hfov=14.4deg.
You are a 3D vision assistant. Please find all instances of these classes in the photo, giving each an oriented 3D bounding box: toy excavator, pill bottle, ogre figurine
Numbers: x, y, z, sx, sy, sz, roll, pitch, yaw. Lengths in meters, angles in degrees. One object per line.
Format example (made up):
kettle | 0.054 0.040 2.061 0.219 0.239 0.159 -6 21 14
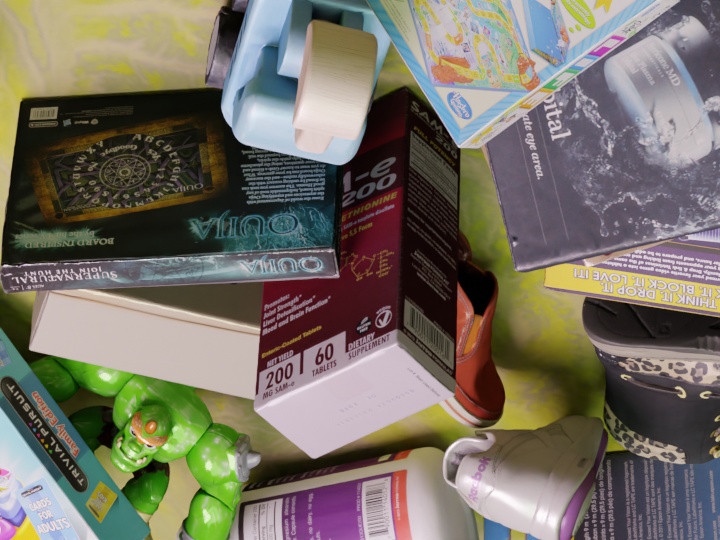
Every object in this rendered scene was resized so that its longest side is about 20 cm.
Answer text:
toy excavator | -0.024 -0.105 1.560 0.099 0.201 0.195 11 139 -10
pill bottle | -0.024 0.194 1.973 0.199 0.113 0.113 -13 137 17
ogre figurine | -0.153 0.113 1.898 0.120 0.200 0.098 -48 164 30

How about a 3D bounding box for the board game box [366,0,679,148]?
board game box | 0.055 -0.183 1.470 0.134 0.201 0.034 -35 169 19

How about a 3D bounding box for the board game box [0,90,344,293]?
board game box | -0.109 -0.049 1.679 0.198 0.136 0.028 -3 139 6

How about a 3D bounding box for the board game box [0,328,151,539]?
board game box | -0.254 0.129 1.874 0.151 0.047 0.200 -30 100 39

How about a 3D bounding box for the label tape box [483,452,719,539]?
label tape box | 0.187 0.199 1.948 0.198 0.145 0.063 -6 141 10

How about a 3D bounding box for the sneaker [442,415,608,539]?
sneaker | 0.109 0.124 1.868 0.099 0.200 0.075 19 96 6

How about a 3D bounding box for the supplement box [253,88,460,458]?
supplement box | 0.000 0.000 1.681 0.108 0.201 0.061 -26 131 28

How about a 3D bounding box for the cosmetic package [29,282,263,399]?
cosmetic package | -0.100 0.013 1.775 0.199 0.104 0.073 12 138 -13

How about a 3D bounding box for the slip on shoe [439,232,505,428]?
slip on shoe | 0.062 0.028 1.814 0.061 0.074 0.201 -13 132 12

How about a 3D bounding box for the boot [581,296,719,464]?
boot | 0.245 0.070 1.831 0.202 0.074 0.154 9 150 12

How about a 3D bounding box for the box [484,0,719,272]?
box | 0.164 -0.120 1.518 0.199 0.117 0.198 -13 93 21

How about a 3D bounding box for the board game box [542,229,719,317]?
board game box | 0.210 -0.053 1.668 0.198 0.057 0.166 9 131 12

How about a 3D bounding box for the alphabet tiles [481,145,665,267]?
alphabet tiles | 0.137 -0.109 1.607 0.166 0.008 0.201 -19 98 22
